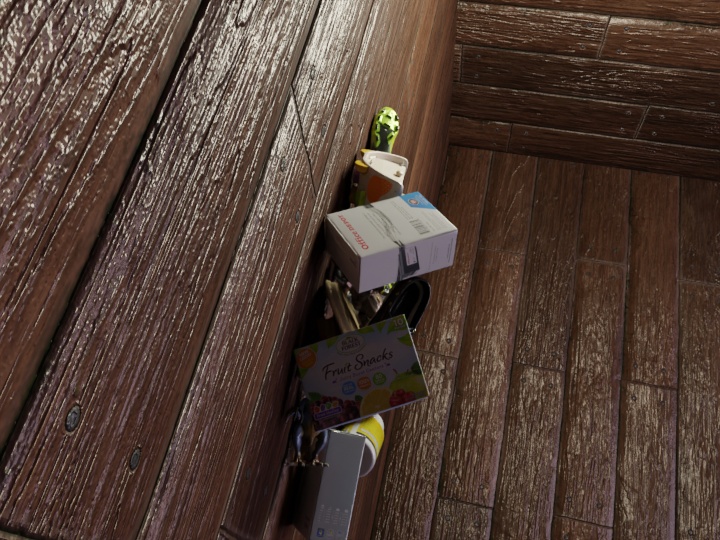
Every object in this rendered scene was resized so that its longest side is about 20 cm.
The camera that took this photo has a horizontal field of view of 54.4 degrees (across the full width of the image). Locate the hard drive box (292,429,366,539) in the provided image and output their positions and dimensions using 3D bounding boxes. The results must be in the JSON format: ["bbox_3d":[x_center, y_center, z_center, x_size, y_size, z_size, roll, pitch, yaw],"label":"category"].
[{"bbox_3d":[-0.063,0.413,1.364,0.156,0.076,0.202,153,-50,-72],"label":"hard drive box"}]

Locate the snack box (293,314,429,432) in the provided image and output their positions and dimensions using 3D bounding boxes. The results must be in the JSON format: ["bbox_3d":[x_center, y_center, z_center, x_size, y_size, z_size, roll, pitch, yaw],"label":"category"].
[{"bbox_3d":[0.002,0.173,1.178,0.053,0.198,0.143,57,15,-75],"label":"snack box"}]

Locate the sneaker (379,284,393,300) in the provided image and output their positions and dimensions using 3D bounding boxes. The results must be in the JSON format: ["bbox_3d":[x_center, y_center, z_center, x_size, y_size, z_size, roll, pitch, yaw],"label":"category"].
[{"bbox_3d":[0.074,0.057,1.586,0.199,0.075,0.077,1,130,-56],"label":"sneaker"}]

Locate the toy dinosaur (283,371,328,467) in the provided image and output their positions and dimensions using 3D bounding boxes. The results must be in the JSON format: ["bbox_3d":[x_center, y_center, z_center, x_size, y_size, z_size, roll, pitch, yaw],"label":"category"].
[{"bbox_3d":[-0.101,0.261,1.270,0.200,0.104,0.183,-25,-120,60],"label":"toy dinosaur"}]

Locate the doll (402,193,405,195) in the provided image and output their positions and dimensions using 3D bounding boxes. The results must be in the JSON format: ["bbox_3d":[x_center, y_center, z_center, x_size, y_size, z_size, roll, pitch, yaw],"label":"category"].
[{"bbox_3d":[0.062,-0.089,1.427,0.049,0.136,0.201,52,39,-24],"label":"doll"}]

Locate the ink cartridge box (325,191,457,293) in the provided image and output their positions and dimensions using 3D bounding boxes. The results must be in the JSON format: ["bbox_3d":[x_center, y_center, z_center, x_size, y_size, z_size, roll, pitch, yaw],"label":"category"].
[{"bbox_3d":[0.052,-0.055,1.266,0.145,0.198,0.085,51,-31,44],"label":"ink cartridge box"}]

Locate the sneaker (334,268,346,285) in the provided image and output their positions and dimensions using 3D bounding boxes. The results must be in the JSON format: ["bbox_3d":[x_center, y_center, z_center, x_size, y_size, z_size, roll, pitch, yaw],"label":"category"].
[{"bbox_3d":[0.002,0.001,1.510,0.202,0.077,0.147,-41,168,-40],"label":"sneaker"}]

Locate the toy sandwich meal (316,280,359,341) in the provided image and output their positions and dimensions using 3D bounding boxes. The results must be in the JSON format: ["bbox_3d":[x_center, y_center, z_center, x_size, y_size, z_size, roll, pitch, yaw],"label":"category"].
[{"bbox_3d":[-0.043,0.118,1.318,0.205,0.070,0.207,-24,90,-87],"label":"toy sandwich meal"}]

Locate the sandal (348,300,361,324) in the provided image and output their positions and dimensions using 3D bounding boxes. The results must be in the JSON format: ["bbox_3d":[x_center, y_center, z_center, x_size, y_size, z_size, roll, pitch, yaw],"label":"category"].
[{"bbox_3d":[-0.036,0.140,1.484,0.081,0.054,0.201,55,19,-28],"label":"sandal"}]

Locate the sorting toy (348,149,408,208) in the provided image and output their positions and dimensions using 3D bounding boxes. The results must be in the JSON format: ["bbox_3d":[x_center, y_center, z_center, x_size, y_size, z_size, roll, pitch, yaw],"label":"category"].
[{"bbox_3d":[0.018,-0.139,1.439,0.200,0.106,0.181,-73,-177,-67],"label":"sorting toy"}]

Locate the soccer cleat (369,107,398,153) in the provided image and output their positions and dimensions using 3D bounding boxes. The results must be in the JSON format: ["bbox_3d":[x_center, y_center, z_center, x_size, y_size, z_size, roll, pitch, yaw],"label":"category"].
[{"bbox_3d":[0.041,-0.274,1.584,0.084,0.064,0.202,150,-49,-63],"label":"soccer cleat"}]

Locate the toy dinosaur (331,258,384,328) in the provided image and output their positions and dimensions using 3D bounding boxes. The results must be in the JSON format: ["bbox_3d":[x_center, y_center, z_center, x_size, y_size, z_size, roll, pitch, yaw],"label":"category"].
[{"bbox_3d":[0.016,0.063,1.342,0.135,0.085,0.202,-178,-107,-78],"label":"toy dinosaur"}]

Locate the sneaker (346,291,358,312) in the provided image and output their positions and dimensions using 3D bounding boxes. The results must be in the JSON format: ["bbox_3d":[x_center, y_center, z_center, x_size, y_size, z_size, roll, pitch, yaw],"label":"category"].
[{"bbox_3d":[0.017,0.083,1.661,0.200,0.081,0.075,-23,122,-79],"label":"sneaker"}]

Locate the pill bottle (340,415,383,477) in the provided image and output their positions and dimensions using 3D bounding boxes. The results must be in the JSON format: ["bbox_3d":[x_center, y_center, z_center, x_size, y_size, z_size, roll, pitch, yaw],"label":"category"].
[{"bbox_3d":[-0.001,0.438,1.802,0.200,0.113,0.116,-42,140,-74],"label":"pill bottle"}]

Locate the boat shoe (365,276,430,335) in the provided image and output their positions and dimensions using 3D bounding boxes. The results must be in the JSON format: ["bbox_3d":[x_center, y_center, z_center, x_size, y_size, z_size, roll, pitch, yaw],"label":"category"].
[{"bbox_3d":[0.059,0.099,1.248,0.203,0.073,0.063,-61,-159,-11],"label":"boat shoe"}]
